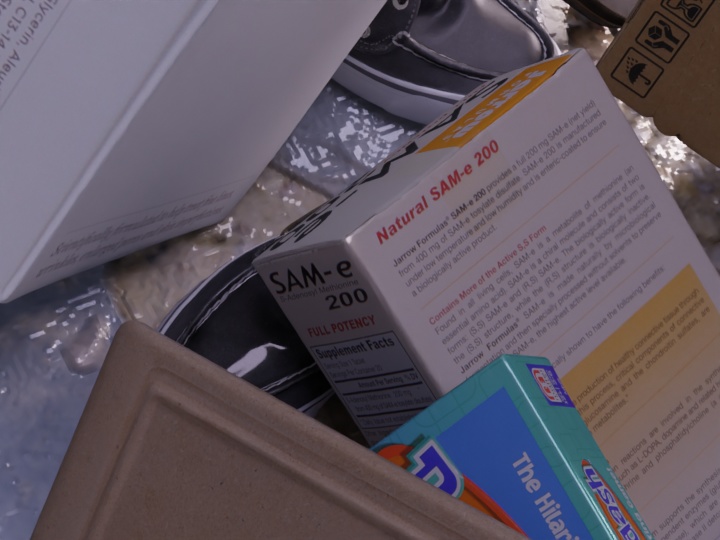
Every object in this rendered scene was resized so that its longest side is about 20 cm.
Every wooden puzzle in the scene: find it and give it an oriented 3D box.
[{"bbox_3d":[-0.034,0.138,0.626,0.199,0.037,0.186,27,98,29],"label":"wooden puzzle"}]

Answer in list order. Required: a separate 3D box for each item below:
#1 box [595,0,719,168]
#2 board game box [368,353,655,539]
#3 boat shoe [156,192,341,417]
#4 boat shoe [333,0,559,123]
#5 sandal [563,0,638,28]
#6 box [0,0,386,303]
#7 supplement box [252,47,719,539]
[{"bbox_3d":[0.198,-0.096,0.721,0.163,0.200,0.021,34,39,2],"label":"box"},{"bbox_3d":[0.013,0.144,0.645,0.200,0.045,0.153,-37,71,17],"label":"board game box"},{"bbox_3d":[0.000,0.000,0.774,0.199,0.066,0.070,-29,73,-26],"label":"boat shoe"},{"bbox_3d":[-0.002,-0.128,0.831,0.199,0.066,0.070,31,60,2],"label":"boat shoe"},{"bbox_3d":[0.056,-0.173,0.861,0.200,0.054,0.082,35,69,-32],"label":"sandal"},{"bbox_3d":[-0.074,-0.117,0.696,0.131,0.200,0.199,40,18,8],"label":"box"},{"bbox_3d":[0.071,0.041,0.729,0.126,0.073,0.201,-38,102,-28],"label":"supplement box"}]
